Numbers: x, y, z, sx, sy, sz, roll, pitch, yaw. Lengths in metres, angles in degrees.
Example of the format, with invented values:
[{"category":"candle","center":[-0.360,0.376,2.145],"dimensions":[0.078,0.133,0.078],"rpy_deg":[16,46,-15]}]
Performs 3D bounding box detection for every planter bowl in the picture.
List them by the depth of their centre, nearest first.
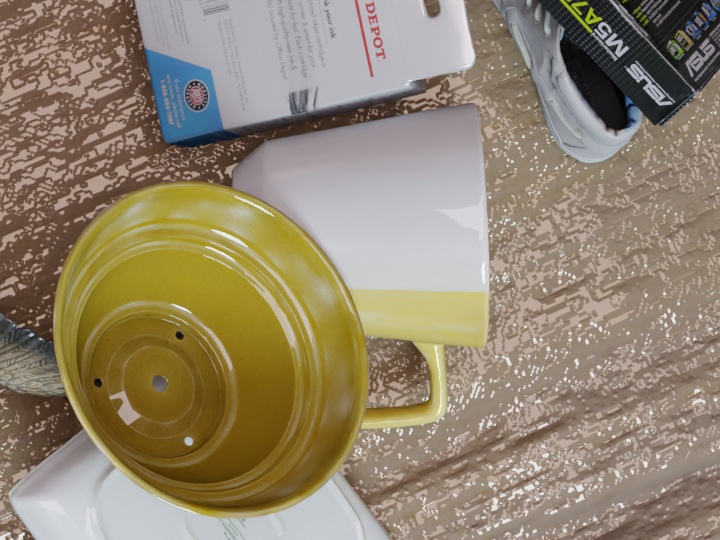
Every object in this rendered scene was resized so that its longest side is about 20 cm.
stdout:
[{"category":"planter bowl","center":[-0.101,0.055,1.496],"dimensions":[0.200,0.083,0.201],"rpy_deg":[12,66,-28]}]

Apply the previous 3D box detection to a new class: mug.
[{"category":"mug","center":[0.000,-0.007,1.586],"dimensions":[0.153,0.149,0.187],"rpy_deg":[-2,73,-1]}]

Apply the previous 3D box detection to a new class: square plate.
[{"category":"square plate","center":[-0.083,0.154,1.552],"dimensions":[0.198,0.028,0.200],"rpy_deg":[-41,103,-33]}]

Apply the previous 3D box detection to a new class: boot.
[{"category":"boot","center":[0.128,-0.169,1.642],"dimensions":[0.073,0.096,0.200],"rpy_deg":[-24,88,-10]}]

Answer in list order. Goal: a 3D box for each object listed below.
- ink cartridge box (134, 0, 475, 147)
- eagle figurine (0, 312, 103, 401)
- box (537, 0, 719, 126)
[{"category":"ink cartridge box","center":[-0.031,-0.153,1.602],"dimensions":[0.200,0.067,0.116],"rpy_deg":[-12,86,10]},{"category":"eagle figurine","center":[-0.257,0.046,1.550],"dimensions":[0.151,0.152,0.200],"rpy_deg":[-31,85,-31]},{"category":"box","center":[0.169,-0.210,1.623],"dimensions":[0.193,0.048,0.200],"rpy_deg":[44,41,-2]}]
